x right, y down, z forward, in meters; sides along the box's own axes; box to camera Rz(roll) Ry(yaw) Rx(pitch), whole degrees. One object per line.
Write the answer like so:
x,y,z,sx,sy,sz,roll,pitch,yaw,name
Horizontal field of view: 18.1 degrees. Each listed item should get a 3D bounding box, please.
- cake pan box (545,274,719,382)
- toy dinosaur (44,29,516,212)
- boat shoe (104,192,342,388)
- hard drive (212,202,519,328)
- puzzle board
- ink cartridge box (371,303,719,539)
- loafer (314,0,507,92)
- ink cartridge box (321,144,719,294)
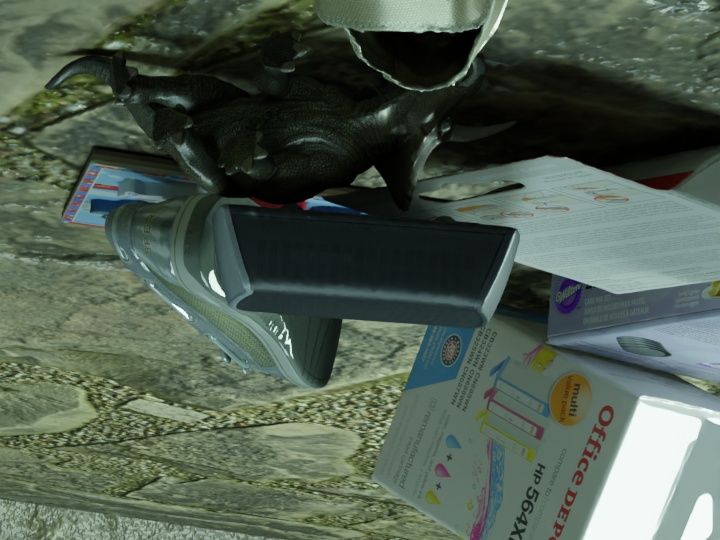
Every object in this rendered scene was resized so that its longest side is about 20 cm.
0.236,0.028,1.259,0.200,0.052,0.184,13,168,-29,cake pan box
-0.046,-0.055,0.956,0.200,0.077,0.102,-4,158,27,toy dinosaur
-0.064,0.009,1.198,0.065,0.075,0.202,7,166,25,boat shoe
0.000,0.000,1.008,0.135,0.042,0.200,5,177,-1,hard drive
-0.057,-0.026,1.226,0.200,0.017,0.151,9,167,-12,puzzle board
0.130,0.112,1.330,0.125,0.129,0.200,15,-171,-42,ink cartridge box
0.015,-0.109,0.698,0.075,0.068,0.200,2,167,16,loafer
0.109,-0.037,1.038,0.200,0.050,0.161,18,163,-37,ink cartridge box
